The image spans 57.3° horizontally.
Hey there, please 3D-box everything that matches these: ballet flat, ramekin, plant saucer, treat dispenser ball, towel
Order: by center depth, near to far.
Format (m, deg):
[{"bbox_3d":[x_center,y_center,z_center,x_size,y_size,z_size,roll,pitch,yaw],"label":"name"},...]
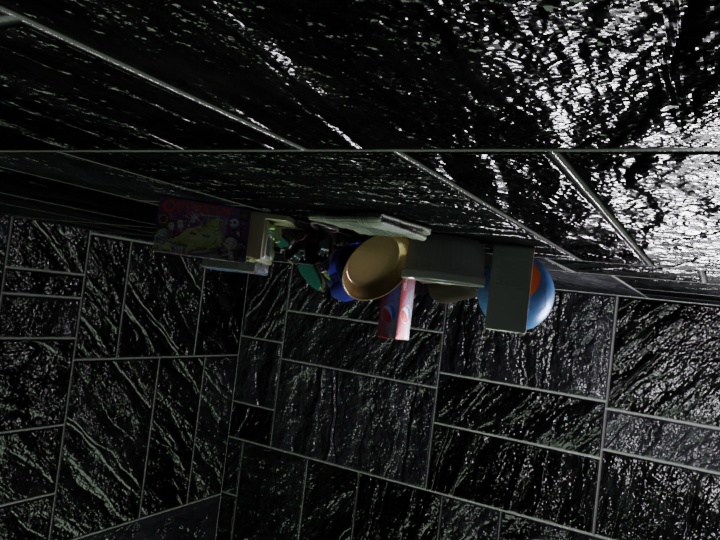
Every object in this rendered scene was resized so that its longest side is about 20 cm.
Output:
[{"bbox_3d":[0.021,-0.090,1.344,0.191,0.035,0.199,5,178,37],"label":"towel"},{"bbox_3d":[0.199,-0.024,1.550,0.198,0.106,0.200,6,178,0],"label":"ramekin"},{"bbox_3d":[0.037,-0.017,1.599,0.199,0.201,0.035,9,-151,-39],"label":"plant saucer"},{"bbox_3d":[-0.143,-0.036,1.718,0.062,0.200,0.068,-27,162,-43],"label":"ballet flat"},{"bbox_3d":[0.410,0.059,1.744,0.199,0.203,0.201,7,178,0],"label":"treat dispenser ball"}]

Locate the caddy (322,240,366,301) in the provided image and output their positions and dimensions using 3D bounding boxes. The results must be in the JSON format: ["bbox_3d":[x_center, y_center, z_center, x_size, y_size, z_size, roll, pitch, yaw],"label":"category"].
[{"bbox_3d":[0.000,0.000,1.702,0.199,0.142,0.105,-13,171,-45],"label":"caddy"}]

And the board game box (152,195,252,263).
[{"bbox_3d":[-0.342,-0.087,1.432,0.198,0.121,0.032,7,175,-19],"label":"board game box"}]

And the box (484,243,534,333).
[{"bbox_3d":[0.358,0.045,1.583,0.097,0.202,0.124,6,178,13],"label":"box"}]

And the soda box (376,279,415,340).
[{"bbox_3d":[0.099,0.086,1.788,0.070,0.202,0.063,4,176,41],"label":"soda box"}]

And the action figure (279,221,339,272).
[{"bbox_3d":[-0.123,-0.077,1.613,0.133,0.150,0.200,18,-163,-3],"label":"action figure"}]

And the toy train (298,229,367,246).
[{"bbox_3d":[-0.070,-0.083,1.781,0.198,0.034,0.046,8,-179,-6],"label":"toy train"}]

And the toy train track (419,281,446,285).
[{"bbox_3d":[0.213,0.013,1.878,0.114,0.033,0.200,-1,-174,-12],"label":"toy train track"}]

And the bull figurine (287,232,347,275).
[{"bbox_3d":[-0.106,-0.053,1.830,0.198,0.066,0.122,13,-142,16],"label":"bull figurine"}]

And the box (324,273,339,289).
[{"bbox_3d":[-0.019,0.006,1.855,0.199,0.048,0.122,-18,-134,-24],"label":"box"}]

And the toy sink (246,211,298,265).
[{"bbox_3d":[-0.257,-0.076,1.541,0.198,0.113,0.130,7,178,4],"label":"toy sink"}]

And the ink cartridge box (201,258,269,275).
[{"bbox_3d":[-0.338,-0.065,1.747,0.198,0.138,0.076,6,174,21],"label":"ink cartridge box"}]

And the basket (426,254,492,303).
[{"bbox_3d":[0.317,0.019,1.931,0.180,0.137,0.200,-28,-174,-23],"label":"basket"}]
